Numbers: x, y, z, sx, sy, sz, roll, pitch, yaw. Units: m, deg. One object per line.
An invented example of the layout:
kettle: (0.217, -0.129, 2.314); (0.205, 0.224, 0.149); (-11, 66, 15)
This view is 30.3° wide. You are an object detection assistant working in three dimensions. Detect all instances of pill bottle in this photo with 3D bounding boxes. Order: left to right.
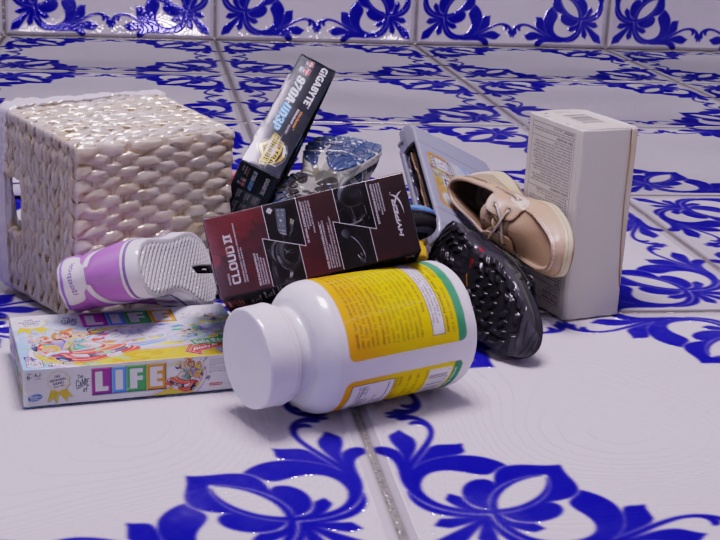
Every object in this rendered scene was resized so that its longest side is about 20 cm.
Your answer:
pill bottle: (-0.010, 0.059, 1.125); (0.199, 0.114, 0.113); (-10, 21, -32)

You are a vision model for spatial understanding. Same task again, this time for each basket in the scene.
basket: (-0.251, -0.069, 1.358); (0.199, 0.199, 0.160); (-11, 24, -38)

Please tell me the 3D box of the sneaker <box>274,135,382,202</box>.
sneaker: (-0.037, -0.080, 1.417); (0.077, 0.086, 0.200); (16, 34, 19)

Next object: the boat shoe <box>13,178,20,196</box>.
boat shoe: (-0.483, -0.141, 1.768); (0.199, 0.066, 0.072); (8, 18, 16)

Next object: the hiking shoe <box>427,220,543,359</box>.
hiking shoe: (0.147, 0.021, 1.321); (0.100, 0.076, 0.200); (19, 25, -31)

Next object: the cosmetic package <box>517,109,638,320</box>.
cosmetic package: (0.224, -0.060, 1.393); (0.073, 0.201, 0.103); (-6, 20, -24)

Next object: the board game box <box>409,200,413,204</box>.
board game box: (-0.006, -0.070, 1.566); (0.151, 0.037, 0.199); (4, 2, -44)

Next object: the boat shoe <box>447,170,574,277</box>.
boat shoe: (0.153, -0.048, 1.382); (0.064, 0.072, 0.200); (1, 22, -25)

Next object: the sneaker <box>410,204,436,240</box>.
sneaker: (0.000, 0.000, 1.329); (0.199, 0.071, 0.083); (-34, 78, -26)

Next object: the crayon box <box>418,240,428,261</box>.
crayon box: (0.004, -0.006, 1.437); (0.199, 0.052, 0.126); (3, 18, -1)

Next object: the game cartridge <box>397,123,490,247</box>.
game cartridge: (0.114, -0.076, 1.511); (0.133, 0.042, 0.201); (20, 36, -27)

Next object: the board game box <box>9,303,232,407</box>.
board game box: (-0.205, 0.072, 1.183); (0.199, 0.034, 0.134); (-4, 18, -19)

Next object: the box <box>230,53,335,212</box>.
box: (-0.100, -0.117, 1.446); (0.046, 0.200, 0.159); (28, 57, -3)

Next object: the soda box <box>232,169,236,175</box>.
soda box: (-0.225, -0.074, 1.585); (0.063, 0.070, 0.200); (15, 22, 36)

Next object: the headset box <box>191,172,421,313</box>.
headset box: (-0.052, -0.018, 1.203); (0.199, 0.078, 0.149); (-13, -8, -2)

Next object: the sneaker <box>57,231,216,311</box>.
sneaker: (-0.217, 0.005, 1.266); (0.114, 0.073, 0.200); (-12, -9, 17)
